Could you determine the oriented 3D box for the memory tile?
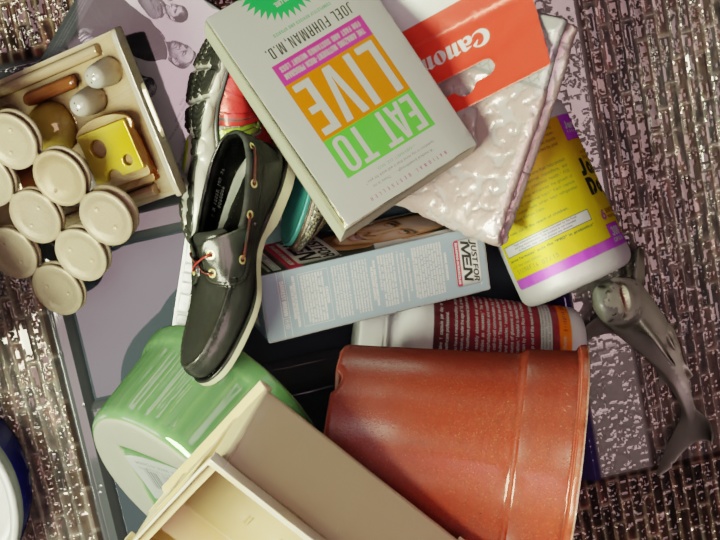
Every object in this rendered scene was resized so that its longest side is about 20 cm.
[{"bbox_3d":[-0.289,-0.063,1.125,0.199,0.017,0.153,39,127,-3],"label":"memory tile"}]

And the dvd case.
[{"bbox_3d":[-0.169,-0.169,1.166,0.199,0.025,0.151,32,96,-6],"label":"dvd case"}]

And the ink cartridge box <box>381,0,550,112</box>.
[{"bbox_3d":[0.053,-0.228,1.089,0.159,0.047,0.202,-23,73,31],"label":"ink cartridge box"}]

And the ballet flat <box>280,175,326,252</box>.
[{"bbox_3d":[-0.028,-0.116,1.130,0.074,0.068,0.203,2,83,-26],"label":"ballet flat"}]

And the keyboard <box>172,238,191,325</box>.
[{"bbox_3d":[-0.136,0.008,1.210,0.056,0.011,0.203,9,99,-5],"label":"keyboard"}]

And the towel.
[{"bbox_3d":[0.069,-0.141,1.124,0.199,0.032,0.193,25,101,37],"label":"towel"}]

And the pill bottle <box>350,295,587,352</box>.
[{"bbox_3d":[0.092,0.078,1.185,0.197,0.113,0.114,7,100,-5],"label":"pill bottle"}]

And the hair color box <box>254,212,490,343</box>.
[{"bbox_3d":[0.000,0.000,1.148,0.198,0.099,0.061,-13,106,-15],"label":"hair color box"}]

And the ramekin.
[{"bbox_3d":[-0.131,0.153,1.132,0.200,0.200,0.098,48,58,-10],"label":"ramekin"}]

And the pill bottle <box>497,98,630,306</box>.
[{"bbox_3d":[0.148,-0.079,1.155,0.103,0.104,0.202,-24,87,1],"label":"pill bottle"}]

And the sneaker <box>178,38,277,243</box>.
[{"bbox_3d":[-0.104,-0.117,1.138,0.084,0.077,0.203,4,103,-22],"label":"sneaker"}]

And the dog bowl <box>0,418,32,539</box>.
[{"bbox_3d":[-0.396,0.208,1.196,0.197,0.079,0.203,-1,100,-3],"label":"dog bowl"}]

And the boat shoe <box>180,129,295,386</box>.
[{"bbox_3d":[-0.110,-0.012,1.062,0.063,0.073,0.204,27,71,-39],"label":"boat shoe"}]

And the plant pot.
[{"bbox_3d":[0.071,0.144,1.058,0.193,0.201,0.203,8,100,6],"label":"plant pot"}]

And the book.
[{"bbox_3d":[-0.016,-0.145,1.071,0.133,0.048,0.201,-33,83,-14],"label":"book"}]

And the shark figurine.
[{"bbox_3d":[0.249,0.073,1.226,0.089,0.129,0.215,-21,121,26],"label":"shark figurine"}]

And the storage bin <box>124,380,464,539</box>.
[{"bbox_3d":[-0.059,0.215,0.987,0.199,0.094,0.199,38,130,-7],"label":"storage bin"}]

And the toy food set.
[{"bbox_3d":[-0.250,-0.103,1.126,0.198,0.060,0.145,-16,103,28],"label":"toy food set"}]
